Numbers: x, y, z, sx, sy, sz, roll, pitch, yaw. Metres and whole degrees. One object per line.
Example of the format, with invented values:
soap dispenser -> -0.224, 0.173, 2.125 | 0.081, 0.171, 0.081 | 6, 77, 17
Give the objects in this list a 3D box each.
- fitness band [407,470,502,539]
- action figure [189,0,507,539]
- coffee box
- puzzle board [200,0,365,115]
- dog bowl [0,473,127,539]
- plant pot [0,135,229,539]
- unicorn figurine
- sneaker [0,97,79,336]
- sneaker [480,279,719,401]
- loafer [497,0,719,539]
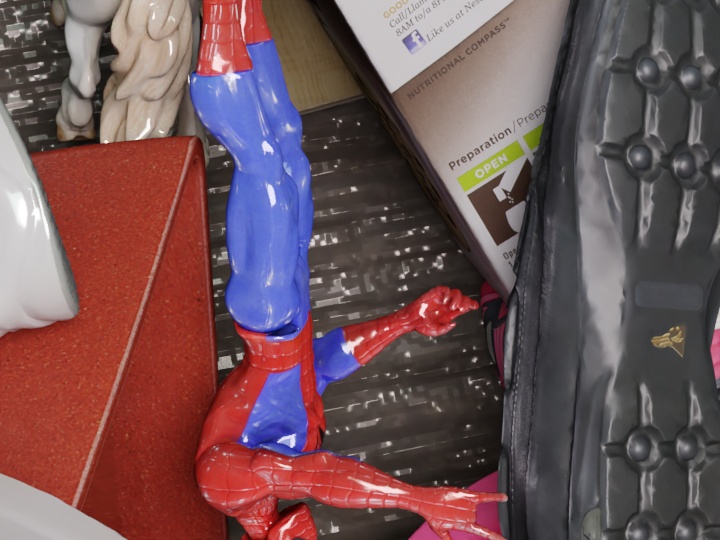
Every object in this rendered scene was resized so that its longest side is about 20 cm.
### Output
fitness band -> 0.093, 0.102, 0.820 | 0.199, 0.038, 0.144 | -6, 42, 25
action figure -> 0.000, 0.000, 0.795 | 0.098, 0.065, 0.202 | 6, 110, 7
coffee box -> 0.024, -0.095, 0.864 | 0.080, 0.113, 0.201 | -32, 110, -1
puzzle board -> 0.000, -0.160, 0.961 | 0.150, 0.017, 0.201 | -16, 83, -11
dog bowl -> -0.107, 0.135, 0.652 | 0.199, 0.201, 0.059 | 31, 38, -4
plant pot -> -0.139, 0.092, 0.782 | 0.175, 0.201, 0.200 | 3, 35, 6
unicorn figurine -> -0.082, -0.119, 0.875 | 0.073, 0.138, 0.200 | -22, 49, -19
sneaker -> -0.144, -0.053, 0.743 | 0.080, 0.071, 0.201 | -25, 54, -8
sneaker -> 0.134, -0.007, 0.927 | 0.199, 0.081, 0.075 | -25, 73, -15
loafer -> 0.068, 0.000, 0.804 | 0.068, 0.070, 0.202 | 7, 86, -33
